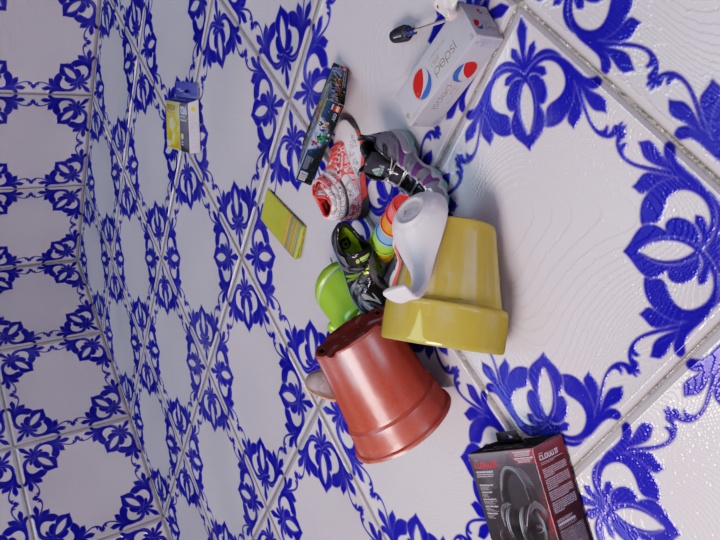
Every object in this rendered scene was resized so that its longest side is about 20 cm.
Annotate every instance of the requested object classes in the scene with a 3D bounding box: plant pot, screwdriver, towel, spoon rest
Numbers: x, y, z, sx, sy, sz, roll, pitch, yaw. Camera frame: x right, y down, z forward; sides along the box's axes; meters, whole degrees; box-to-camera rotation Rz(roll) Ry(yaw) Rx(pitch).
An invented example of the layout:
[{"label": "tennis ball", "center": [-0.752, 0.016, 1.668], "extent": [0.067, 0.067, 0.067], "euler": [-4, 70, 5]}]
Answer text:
[{"label": "plant pot", "center": [0.028, 0.188, 1.144], "extent": [0.199, 0.200, 0.199], "euler": [-15, 109, 54]}, {"label": "plant pot", "center": [0.137, 0.022, 1.029], "extent": [0.198, 0.196, 0.196], "euler": [1, 82, 54]}, {"label": "screwdriver", "center": [0.098, -0.398, 1.095], "extent": [0.199, 0.027, 0.030], "euler": [-145, 59, -62]}, {"label": "towel", "center": [-0.189, -0.116, 1.611], "extent": [0.200, 0.018, 0.088], "euler": [46, 126, 42]}, {"label": "spoon rest", "center": [0.079, -0.034, 0.959], "extent": [0.097, 0.061, 0.204], "euler": [-16, 43, 36]}]

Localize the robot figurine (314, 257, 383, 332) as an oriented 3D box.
[{"label": "robot figurine", "center": [-0.018, 0.061, 1.311], "extent": [0.200, 0.113, 0.180], "euler": [45, 130, 41]}]

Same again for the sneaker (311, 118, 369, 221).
[{"label": "sneaker", "center": [-0.047, -0.201, 1.306], "extent": [0.066, 0.105, 0.209], "euler": [-9, 89, 54]}]

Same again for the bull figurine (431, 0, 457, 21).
[{"label": "bull figurine", "center": [0.166, -0.461, 0.937], "extent": [0.120, 0.064, 0.206], "euler": [16, 86, 49]}]

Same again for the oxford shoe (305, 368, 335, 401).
[{"label": "oxford shoe", "center": [-0.031, 0.221, 1.311], "extent": [0.194, 0.073, 0.074], "euler": [-3, 71, 23]}]

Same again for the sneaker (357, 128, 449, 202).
[{"label": "sneaker", "center": [0.057, -0.164, 1.134], "extent": [0.202, 0.137, 0.079], "euler": [56, 137, 32]}]

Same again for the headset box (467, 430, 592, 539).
[{"label": "headset box", "center": [0.257, 0.347, 1.009], "extent": [0.148, 0.075, 0.206], "euler": [-26, 77, 54]}]

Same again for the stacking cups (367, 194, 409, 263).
[{"label": "stacking cups", "center": [0.058, -0.076, 1.170], "extent": [0.201, 0.059, 0.062], "euler": [121, 132, -67]}]

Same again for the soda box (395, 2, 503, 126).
[{"label": "soda box", "center": [0.137, -0.322, 1.054], "extent": [0.200, 0.062, 0.070], "euler": [-49, 58, 47]}]

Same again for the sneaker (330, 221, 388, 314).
[{"label": "sneaker", "center": [0.000, -0.001, 1.209], "extent": [0.203, 0.069, 0.083], "euler": [62, 171, 13]}]

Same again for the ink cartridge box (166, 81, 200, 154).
[{"label": "ink cartridge box", "center": [-0.550, -0.474, 2.032], "extent": [0.196, 0.046, 0.207], "euler": [23, 117, 52]}]

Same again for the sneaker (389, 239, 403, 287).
[{"label": "sneaker", "center": [0.103, -0.009, 1.145], "extent": [0.083, 0.075, 0.203], "euler": [53, 156, 34]}]

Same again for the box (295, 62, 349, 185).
[{"label": "box", "center": [-0.078, -0.295, 1.336], "extent": [0.139, 0.037, 0.202], "euler": [-85, 18, -45]}]
